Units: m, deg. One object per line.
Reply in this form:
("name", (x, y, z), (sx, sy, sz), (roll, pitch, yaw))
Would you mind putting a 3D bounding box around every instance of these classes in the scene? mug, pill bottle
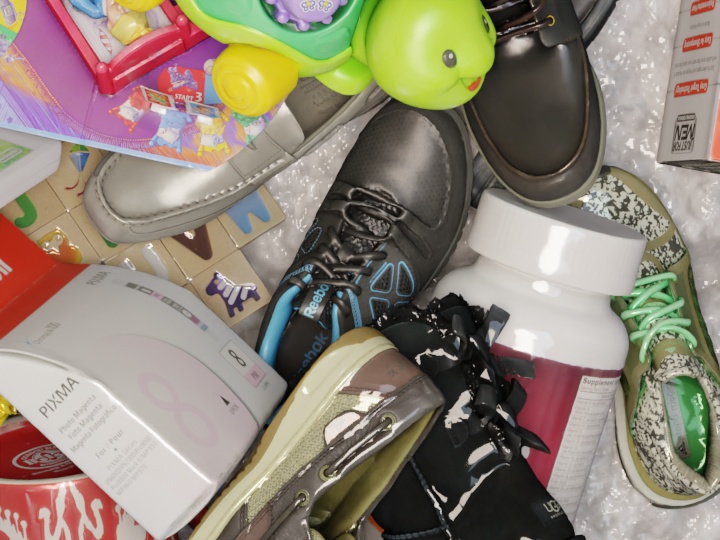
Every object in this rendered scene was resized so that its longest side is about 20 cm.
("mug", (-0.138, 0.174, 1.275), (0.133, 0.178, 0.200), (1, 108, 20))
("pill bottle", (0.079, 0.064, 1.312), (0.109, 0.110, 0.200), (15, 99, -9))

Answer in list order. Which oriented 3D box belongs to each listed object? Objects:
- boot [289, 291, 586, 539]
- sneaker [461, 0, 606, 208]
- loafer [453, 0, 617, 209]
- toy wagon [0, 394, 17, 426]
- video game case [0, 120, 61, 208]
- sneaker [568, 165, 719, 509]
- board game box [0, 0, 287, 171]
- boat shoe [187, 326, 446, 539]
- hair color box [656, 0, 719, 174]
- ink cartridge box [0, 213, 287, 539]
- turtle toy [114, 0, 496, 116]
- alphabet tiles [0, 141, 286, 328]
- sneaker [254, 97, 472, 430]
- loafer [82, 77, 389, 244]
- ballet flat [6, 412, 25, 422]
("boot", (0.013, 0.117, 1.245), (0.198, 0.073, 0.163), (-32, 76, 22))
("sneaker", (0.069, -0.134, 1.267), (0.075, 0.106, 0.200), (-18, 70, 11))
("loafer", (0.089, -0.135, 1.347), (0.072, 0.073, 0.200), (31, 85, -4))
("toy wagon", (-0.240, 0.053, 1.239), (0.155, 0.200, 0.040), (-62, 143, -19))
("video game case", (-0.267, -0.058, 1.202), (0.182, 0.200, 0.022), (18, 112, 11))
("sneaker", (0.166, 0.037, 1.352), (0.077, 0.089, 0.200), (-20, 94, -8))
("board game box", (-0.124, -0.143, 1.261), (0.200, 0.039, 0.158), (13, 76, 1))
("boat shoe", (-0.030, 0.125, 1.191), (0.066, 0.072, 0.201), (35, 98, 29))
("hair color box", (0.217, -0.153, 1.352), (0.061, 0.102, 0.200), (10, 90, -10))
("ink cartridge box", (-0.135, 0.026, 1.201), (0.057, 0.163, 0.200), (-42, 94, 18))
("turtle toy", (-0.020, -0.151, 1.216), (0.200, 0.101, 0.146), (43, 51, 1))
("alphabet tiles", (-0.142, -0.040, 1.311), (0.166, 0.006, 0.200), (-33, 85, -19))
("sneaker", (0.000, 0.000, 1.306), (0.073, 0.082, 0.200), (24, 97, 13))
("loafer", (-0.058, -0.081, 1.302), (0.200, 0.070, 0.070), (-35, 85, -21))
("ballet flat", (-0.201, 0.092, 1.306), (0.200, 0.071, 0.065), (-9, 107, -6))
